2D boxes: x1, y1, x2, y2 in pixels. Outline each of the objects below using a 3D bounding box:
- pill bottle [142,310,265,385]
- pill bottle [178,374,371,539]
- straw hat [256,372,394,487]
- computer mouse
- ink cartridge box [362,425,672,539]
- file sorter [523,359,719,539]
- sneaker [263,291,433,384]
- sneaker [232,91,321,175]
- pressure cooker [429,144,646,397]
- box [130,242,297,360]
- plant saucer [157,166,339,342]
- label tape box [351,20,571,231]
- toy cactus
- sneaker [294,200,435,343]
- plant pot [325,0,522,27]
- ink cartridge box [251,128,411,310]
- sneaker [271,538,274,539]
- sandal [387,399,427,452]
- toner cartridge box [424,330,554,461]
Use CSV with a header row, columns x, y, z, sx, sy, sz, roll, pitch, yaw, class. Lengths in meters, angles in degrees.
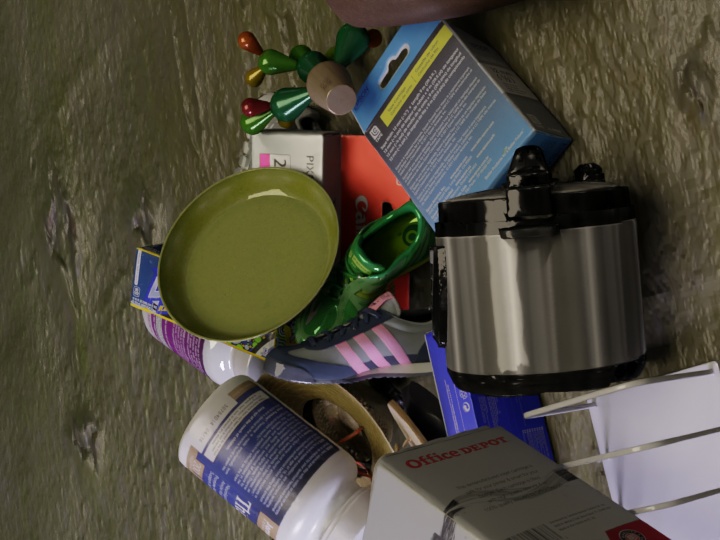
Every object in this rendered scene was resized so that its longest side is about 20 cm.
x,y,z,sx,sy,sz,roll,pitch,yaw,class
-0.155,0.068,1.425,0.199,0.112,0.113,29,113,43,pill bottle
-0.074,0.203,1.226,0.199,0.111,0.112,35,119,16,pill bottle
-0.013,0.164,1.294,0.200,0.085,0.203,23,132,28,straw hat
0.042,0.133,1.223,0.059,0.034,0.200,54,169,-18,computer mouse
0.118,0.208,0.932,0.199,0.144,0.084,30,117,42,ink cartridge box
0.233,0.192,1.004,0.138,0.124,0.202,-24,75,45,file sorter
0.002,0.061,1.197,0.070,0.198,0.083,-145,53,-65,sneaker
-0.086,-0.090,1.373,0.115,0.075,0.202,21,106,42,sneaker
0.150,-0.004,1.045,0.175,0.177,0.202,2,98,57,pressure cooker
-0.149,0.029,1.315,0.199,0.064,0.071,19,108,29,box
-0.110,-0.012,1.250,0.198,0.031,0.202,-11,57,16,plant saucer
0.088,-0.141,1.182,0.144,0.066,0.201,-53,52,28,label tape box
-0.043,-0.207,1.243,0.199,0.103,0.165,-34,32,0,toy cactus
0.000,0.000,1.228,0.200,0.083,0.074,-47,63,7,sneaker
0.059,-0.298,1.105,0.199,0.186,0.189,-21,77,39,plant pot
-0.033,-0.044,1.294,0.172,0.043,0.202,6,101,31,ink cartridge box
-0.048,0.339,1.300,0.070,0.099,0.202,3,115,41,sneaker
0.061,0.225,1.151,0.213,0.069,0.078,58,171,-18,sandal
0.126,0.147,1.139,0.043,0.094,0.202,-23,75,45,toner cartridge box
